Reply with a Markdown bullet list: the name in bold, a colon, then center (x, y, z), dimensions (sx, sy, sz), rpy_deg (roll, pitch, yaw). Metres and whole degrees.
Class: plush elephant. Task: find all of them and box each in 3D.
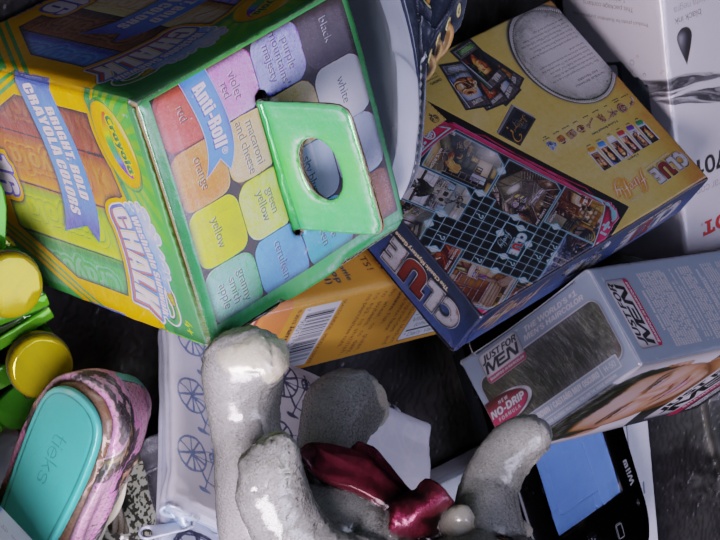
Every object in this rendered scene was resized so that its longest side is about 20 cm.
- **plush elephant**: center (0.024, 0.121, 1.010), dimensions (0.165, 0.154, 0.201), rpy_deg (42, 48, -62)

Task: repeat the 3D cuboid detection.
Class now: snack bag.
- **snack bag**: center (-0.028, 0.138, 1.101), dimensions (0.188, 0.021, 0.201), rpy_deg (27, 51, -39)

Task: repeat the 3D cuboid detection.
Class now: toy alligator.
- **toy alligator**: center (-0.163, 0.048, 1.084), dimensions (0.054, 0.059, 0.201), rpy_deg (-23, 112, -14)

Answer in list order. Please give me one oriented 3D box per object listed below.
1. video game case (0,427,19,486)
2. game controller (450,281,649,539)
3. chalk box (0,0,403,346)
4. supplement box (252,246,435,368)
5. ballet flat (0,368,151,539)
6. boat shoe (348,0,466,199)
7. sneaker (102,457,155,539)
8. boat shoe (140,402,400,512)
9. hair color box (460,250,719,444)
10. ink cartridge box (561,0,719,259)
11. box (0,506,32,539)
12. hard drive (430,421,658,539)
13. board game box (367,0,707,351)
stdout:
- **video game case**: center (-0.220, 0.196, 1.102), dimensions (0.182, 0.024, 0.201), rpy_deg (-26, 117, -34)
- **game controller**: center (0.109, 0.088, 1.322), dimensions (0.104, 0.042, 0.201), rpy_deg (-25, 102, -35)
- **chalk box**: center (-0.071, -0.055, 1.047), dimensions (0.124, 0.200, 0.125), rpy_deg (-32, 120, -31)
- **supplement box**: center (0.000, 0.000, 1.200), dimensions (0.199, 0.067, 0.069), rpy_deg (-12, 146, -41)
- **ballet flat**: center (-0.148, 0.133, 1.069), dimensions (0.071, 0.069, 0.201), rpy_deg (5, 118, -59)
- **boat shoe**: center (0.018, -0.114, 1.152), dimensions (0.091, 0.071, 0.201), rpy_deg (16, 59, -45)
- **sneaker**: center (-0.091, 0.183, 1.167), dimensions (0.077, 0.088, 0.201), rpy_deg (-18, 111, -37)
- **boat shoe**: center (-0.044, 0.084, 1.188), dimensions (0.200, 0.072, 0.068), rpy_deg (-19, 83, -55)
- **hair color box**: center (0.156, 0.040, 1.279), dimensions (0.200, 0.099, 0.061), rpy_deg (-7, 64, -52)
- **ink cartridge box**: center (0.197, -0.121, 1.345), dimensions (0.146, 0.086, 0.201), rpy_deg (-26, 116, -34)
- **box**: center (-0.213, 0.157, 1.005), dimensions (0.156, 0.041, 0.200), rpy_deg (-39, 110, 5)
- **hard drive**: center (0.096, 0.157, 1.367), dimensions (0.199, 0.027, 0.133), rpy_deg (-23, 115, -35)
- **board game box**: center (0.075, -0.054, 1.213), dimensions (0.200, 0.136, 0.035), rpy_deg (-28, 163, -42)
